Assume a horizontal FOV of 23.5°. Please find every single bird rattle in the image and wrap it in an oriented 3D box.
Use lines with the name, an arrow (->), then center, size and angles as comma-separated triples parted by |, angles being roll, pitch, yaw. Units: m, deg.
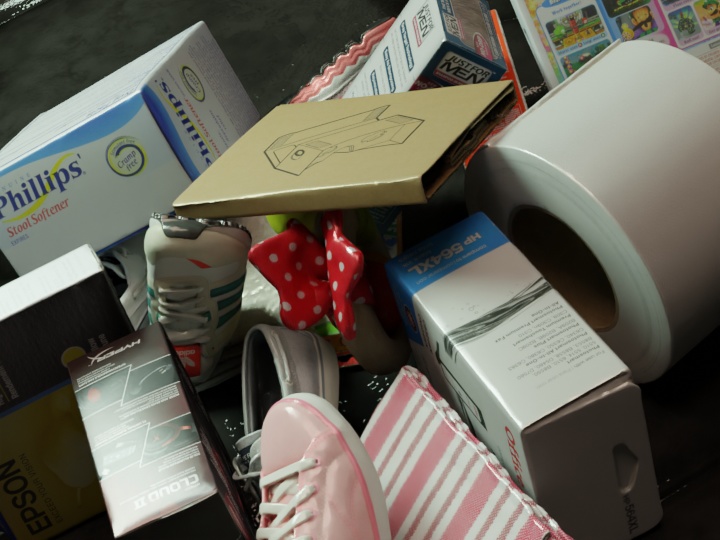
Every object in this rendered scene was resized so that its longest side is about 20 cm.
bird rattle -> 0.000, 0.000, 1.231 | 0.112, 0.163, 0.200 | -26, 29, 8

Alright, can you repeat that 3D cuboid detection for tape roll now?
tape roll -> 0.188, -0.040, 1.209 | 0.139, 0.203, 0.202 | -38, 43, -20

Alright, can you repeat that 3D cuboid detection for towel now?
towel -> -0.096, 0.011, 1.376 | 0.132, 0.035, 0.200 | -23, 38, 18
towel -> 0.046, 0.172, 1.104 | 0.147, 0.030, 0.200 | -60, 39, 15

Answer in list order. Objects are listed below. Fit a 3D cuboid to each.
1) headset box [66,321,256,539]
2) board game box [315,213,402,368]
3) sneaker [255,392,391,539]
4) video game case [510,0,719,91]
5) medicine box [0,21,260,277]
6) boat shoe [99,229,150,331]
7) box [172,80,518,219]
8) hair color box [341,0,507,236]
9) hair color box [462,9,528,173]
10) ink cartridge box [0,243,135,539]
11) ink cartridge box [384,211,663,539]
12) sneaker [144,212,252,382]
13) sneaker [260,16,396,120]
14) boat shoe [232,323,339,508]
headset box -> -0.120, 0.156, 1.152 | 0.075, 0.149, 0.200 | -24, 40, -3
board game box -> -0.014, 0.003, 1.382 | 0.095, 0.030, 0.200 | -11, 43, 10
sneaker -> -0.038, 0.173, 1.058 | 0.075, 0.104, 0.201 | -29, 72, 41
video game case -> 0.241, -0.194, 1.405 | 0.199, 0.183, 0.024 | -22, -4, -2
medicine box -> -0.201, -0.098, 1.433 | 0.182, 0.103, 0.200 | -26, 17, 20
boat shoe -> -0.199, 0.013, 1.413 | 0.073, 0.065, 0.200 | -7, 41, 16
box -> -0.010, -0.083, 1.204 | 0.199, 0.021, 0.164 | -3, 27, 31
hair color box -> 0.030, -0.120, 1.344 | 0.200, 0.060, 0.100 | -53, 28, 31
hair color box -> 0.108, -0.106, 1.388 | 0.064, 0.111, 0.200 | -15, 39, 6
ink cartridge box -> -0.239, 0.106, 1.221 | 0.200, 0.198, 0.047 | -29, 39, -9
ink cartridge box -> 0.107, 0.079, 1.148 | 0.084, 0.146, 0.200 | -26, 39, -9
sneaker -> -0.116, 0.025, 1.217 | 0.070, 0.200, 0.094 | 6, 74, 0
sneaker -> -0.024, -0.127, 1.499 | 0.200, 0.087, 0.074 | -40, 9, 8
boat shoe -> -0.056, 0.127, 1.171 | 0.070, 0.071, 0.201 | -39, 43, 41
